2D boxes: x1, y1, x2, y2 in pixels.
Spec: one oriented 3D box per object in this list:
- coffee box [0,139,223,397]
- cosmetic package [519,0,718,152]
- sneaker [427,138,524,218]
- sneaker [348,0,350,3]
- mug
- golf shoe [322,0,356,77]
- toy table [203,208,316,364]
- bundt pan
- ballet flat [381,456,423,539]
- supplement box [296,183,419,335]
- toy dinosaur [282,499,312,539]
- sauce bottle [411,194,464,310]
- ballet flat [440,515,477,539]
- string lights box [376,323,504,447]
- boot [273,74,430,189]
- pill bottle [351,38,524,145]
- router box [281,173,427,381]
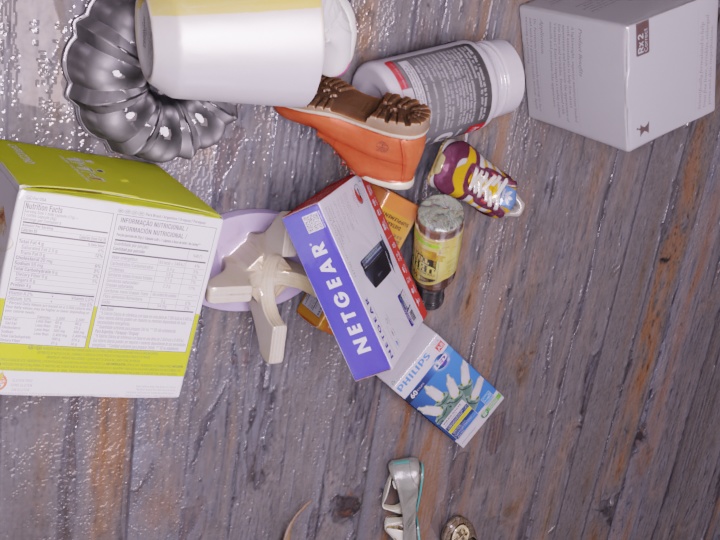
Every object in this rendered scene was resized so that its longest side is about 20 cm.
[{"bbox_3d":[-0.283,-0.005,0.930,0.198,0.199,0.200,7,107,-35],"label":"coffee box"},{"bbox_3d":[0.340,-0.282,1.230,0.164,0.200,0.166,-25,124,-22],"label":"cosmetic package"},{"bbox_3d":[0.158,-0.115,1.212,0.200,0.090,0.076,10,106,-64],"label":"sneaker"},{"bbox_3d":[-0.047,-0.379,1.020,0.081,0.070,0.202,-4,119,-5],"label":"sneaker"},{"bbox_3d":[-0.134,-0.244,0.885,0.152,0.149,0.189,-9,81,-22],"label":"mug"},{"bbox_3d":[-0.057,-0.290,0.996,0.092,0.075,0.201,-59,146,-43],"label":"golf shoe"},{"bbox_3d":[-0.112,0.003,1.106,0.198,0.117,0.186,-15,119,-27],"label":"toy table"},{"bbox_3d":[-0.205,-0.203,0.974,0.200,0.076,0.204,-14,119,-28],"label":"bundt pan"},{"bbox_3d":[0.064,0.376,1.443,0.063,0.068,0.202,-2,114,-4],"label":"ballet flat"},{"bbox_3d":[-0.003,-0.013,1.205,0.066,0.069,0.201,23,99,-37],"label":"supplement box"},{"bbox_3d":[-0.110,0.427,1.352,0.106,0.060,0.202,-42,138,-42],"label":"toy dinosaur"},{"bbox_3d":[0.100,-0.016,1.236,0.064,0.065,0.201,-30,149,-20],"label":"sauce bottle"},{"bbox_3d":[0.185,0.492,1.577,0.067,0.046,0.201,-32,125,-19],"label":"ballet flat"},{"bbox_3d":[0.118,0.169,1.375,0.103,0.059,0.200,-50,129,-3],"label":"string lights box"},{"bbox_3d":[-0.020,-0.157,1.067,0.075,0.198,0.108,-52,156,-43],"label":"boot"},{"bbox_3d":[0.098,-0.219,1.148,0.198,0.114,0.115,-19,121,-26],"label":"pill bottle"},{"bbox_3d":[0.000,0.000,1.073,0.048,0.180,0.202,-20,101,22],"label":"router box"}]
